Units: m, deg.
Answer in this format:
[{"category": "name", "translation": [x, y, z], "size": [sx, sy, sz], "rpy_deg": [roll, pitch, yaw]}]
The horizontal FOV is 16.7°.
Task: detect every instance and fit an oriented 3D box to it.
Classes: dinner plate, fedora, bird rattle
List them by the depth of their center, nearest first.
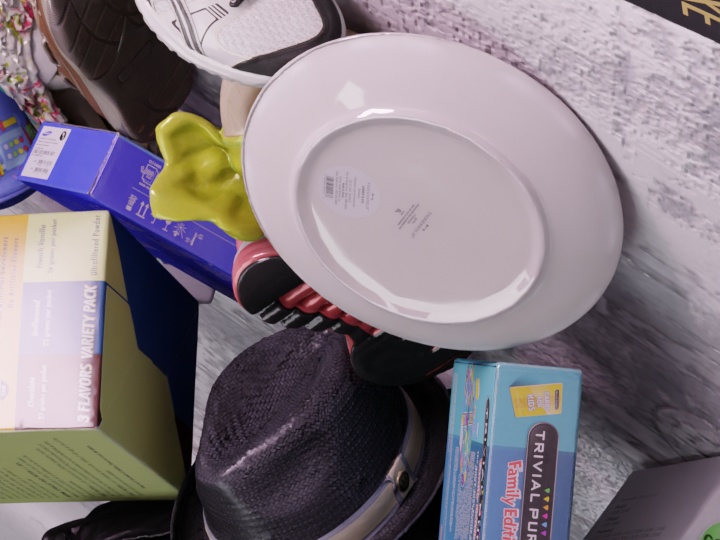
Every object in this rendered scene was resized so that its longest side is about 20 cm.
[{"category": "dinner plate", "translation": [0.032, -0.031, 1.222], "size": [0.199, 0.024, 0.201], "rpy_deg": [13, 132, 14]}, {"category": "bird rattle", "translation": [-0.013, -0.055, 1.291], "size": [0.199, 0.113, 0.163], "rpy_deg": [30, 143, 20]}, {"category": "fedora", "translation": [-0.042, 0.101, 1.496], "size": [0.200, 0.201, 0.092], "rpy_deg": [21, 148, 44]}]

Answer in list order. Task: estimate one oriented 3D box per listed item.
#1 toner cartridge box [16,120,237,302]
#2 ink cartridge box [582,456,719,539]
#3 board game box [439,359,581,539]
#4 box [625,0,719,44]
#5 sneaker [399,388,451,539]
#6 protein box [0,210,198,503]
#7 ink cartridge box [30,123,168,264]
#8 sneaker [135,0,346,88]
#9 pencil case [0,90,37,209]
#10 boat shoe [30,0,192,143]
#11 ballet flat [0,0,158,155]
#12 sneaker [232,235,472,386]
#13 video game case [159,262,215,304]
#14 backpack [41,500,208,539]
[{"category": "toner cartridge box", "translation": [-0.106, -0.027, 1.516], "size": [0.200, 0.043, 0.095], "rpy_deg": [30, 171, -36]}, {"category": "ink cartridge box", "translation": [0.181, 0.228, 1.393], "size": [0.147, 0.200, 0.146], "rpy_deg": [42, 160, -8]}, {"category": "board game box", "translation": [0.079, 0.127, 1.359], "size": [0.047, 0.152, 0.200], "rpy_deg": [5, 178, -4]}, {"category": "box", "translation": [0.125, -0.156, 0.852], "size": [0.157, 0.050, 0.200], "rpy_deg": [29, 159, 28]}, {"category": "sneaker", "translation": [0.054, 0.149, 1.513], "size": [0.073, 0.112, 0.201], "rpy_deg": [46, -155, -38]}, {"category": "protein box", "translation": [-0.224, 0.059, 1.527], "size": [0.199, 0.136, 0.199], "rpy_deg": [-2, 162, 12]}, {"category": "ink cartridge box", "translation": [-0.194, -0.064, 1.702], "size": [0.200, 0.042, 0.119], "rpy_deg": [39, 161, 7]}, {"category": "sneaker", "translation": [-0.090, -0.168, 1.205], "size": [0.200, 0.076, 0.088], "rpy_deg": [38, 162, 4]}, {"category": "pencil case", "translation": [-0.273, -0.127, 1.559], "size": [0.201, 0.087, 0.078], "rpy_deg": [63, -168, -7]}, {"category": "boat shoe", "translation": [-0.157, -0.147, 1.391], "size": [0.072, 0.076, 0.200], "rpy_deg": [33, 159, 27]}, {"category": "ballet flat", "translation": [-0.182, -0.118, 1.539], "size": [0.064, 0.076, 0.200], "rpy_deg": [-5, 146, 21]}, {"category": "sneaker", "translation": [0.000, 0.000, 1.437], "size": [0.074, 0.087, 0.200], "rpy_deg": [-29, 142, 26]}, {"category": "video game case", "translation": [-0.224, -0.002, 1.653], "size": [0.199, 0.024, 0.182], "rpy_deg": [12, 172, -28]}, {"category": "backpack", "translation": [-0.097, 0.205, 1.600], "size": [0.199, 0.167, 0.127], "rpy_deg": [-2, 106, 20]}]
